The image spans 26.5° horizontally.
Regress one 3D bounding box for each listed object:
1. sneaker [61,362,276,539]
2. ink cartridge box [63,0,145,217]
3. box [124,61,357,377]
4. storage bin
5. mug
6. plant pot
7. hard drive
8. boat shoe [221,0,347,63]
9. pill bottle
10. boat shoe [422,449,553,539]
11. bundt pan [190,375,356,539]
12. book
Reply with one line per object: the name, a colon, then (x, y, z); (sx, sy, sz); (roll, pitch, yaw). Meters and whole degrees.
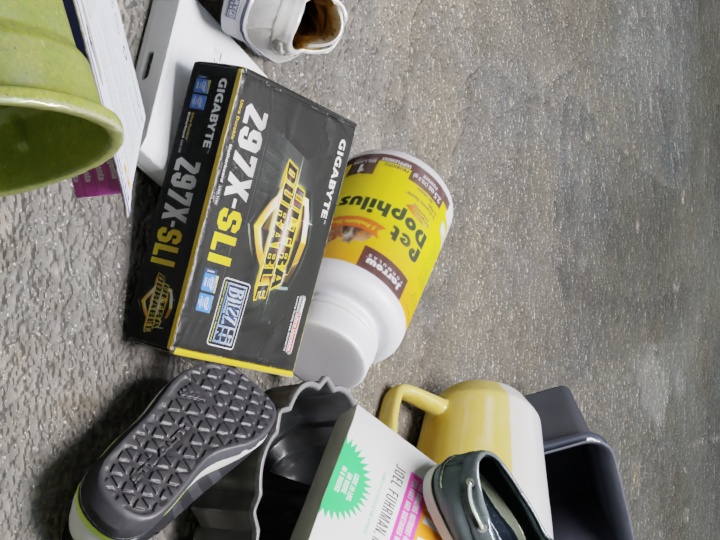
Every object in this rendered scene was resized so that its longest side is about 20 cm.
sneaker: (-0.136, 0.130, 1.026); (0.072, 0.083, 0.200); (46, 36, 8)
ink cartridge box: (-0.170, -0.150, 0.892); (0.200, 0.043, 0.198); (-100, 179, -68)
box: (-0.082, -0.033, 1.105); (0.159, 0.049, 0.202); (19, 85, -57)
storage bin: (0.206, 0.235, 1.671); (0.135, 0.144, 0.201); (-100, 173, -59)
mug: (0.108, 0.180, 1.447); (0.187, 0.148, 0.154); (65, 27, -51)
plant pot: (-0.224, -0.140, 0.736); (0.200, 0.199, 0.186); (9, 70, -63)
hard drive: (-0.104, -0.102, 1.136); (0.200, 0.026, 0.133); (45, 50, -56)
boat shoe: (-0.045, -0.188, 1.161); (0.200, 0.069, 0.072); (-9, 120, -80)
pill bottle: (0.000, 0.000, 1.255); (0.201, 0.108, 0.110); (-65, 144, -42)
boat shoe: (0.120, 0.223, 1.129); (0.073, 0.062, 0.201); (-24, 80, -45)
bundt pan: (-0.062, 0.181, 1.162); (0.201, 0.075, 0.204); (0, 90, -63)
book: (0.045, 0.211, 1.150); (0.199, 0.048, 0.134); (37, 48, -17)
